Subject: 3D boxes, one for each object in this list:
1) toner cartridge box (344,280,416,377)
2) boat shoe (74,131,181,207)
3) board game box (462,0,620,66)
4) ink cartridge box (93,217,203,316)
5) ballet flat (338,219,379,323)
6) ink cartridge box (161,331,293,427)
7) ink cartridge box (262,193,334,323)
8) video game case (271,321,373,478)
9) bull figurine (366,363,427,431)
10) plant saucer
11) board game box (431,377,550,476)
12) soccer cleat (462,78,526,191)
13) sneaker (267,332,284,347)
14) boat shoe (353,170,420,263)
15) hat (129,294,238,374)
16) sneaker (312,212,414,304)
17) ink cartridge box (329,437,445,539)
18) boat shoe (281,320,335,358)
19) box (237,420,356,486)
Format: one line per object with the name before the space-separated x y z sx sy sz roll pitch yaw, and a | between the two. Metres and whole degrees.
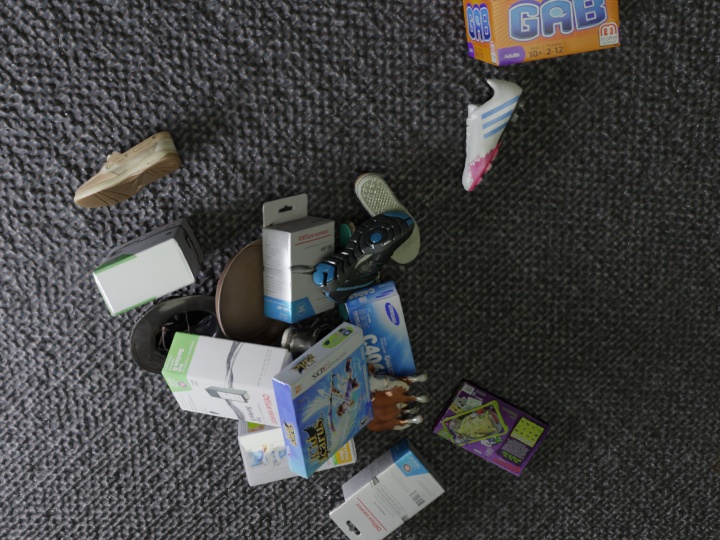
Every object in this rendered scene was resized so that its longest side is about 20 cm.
toner cartridge box | 0.036 0.116 1.754 0.095 0.043 0.200 -17 130 -2
boat shoe | -0.398 -0.169 1.654 0.200 0.071 0.065 -24 73 9
board game box | 0.281 -0.451 1.571 0.200 0.200 0.200 -10 108 -4
ink cartridge box | -0.349 -0.010 1.631 0.146 0.200 0.084 -23 104 0
ballet flat | 0.000 0.000 1.750 0.075 0.068 0.200 -10 114 -26
ink cartridge box | -0.215 0.185 1.653 0.200 0.084 0.146 8 148 11
ink cartridge box | -0.106 -0.023 1.685 0.116 0.067 0.200 -19 115 -48
video game case | -0.057 0.216 1.634 0.181 0.045 0.200 -36 131 -38
bull figurine | 0.057 0.232 1.780 0.121 0.065 0.200 0 146 -6
plant saucer | -0.184 0.041 1.697 0.034 0.200 0.201 13 110 36
board game box | 0.251 0.302 1.878 0.200 0.032 0.120 29 97 -13
soccer cleat | 0.212 -0.240 1.703 0.086 0.070 0.200 27 100 3
sneaker | -0.194 0.185 1.779 0.200 0.075 0.082 -34 116 15
boat shoe | 0.046 -0.097 1.724 0.075 0.062 0.200 -34 122 -1
hat | -0.311 0.094 1.719 0.200 0.081 0.201 -14 132 -16
sneaker | 0.011 -0.024 1.675 0.200 0.073 0.082 -36 137 -1
ink cartridge box | 0.046 0.429 1.871 0.200 0.067 0.116 -38 107 4
boat shoe | -0.074 0.126 1.701 0.057 0.200 0.067 14 95 19
box | -0.116 0.306 1.793 0.200 0.113 0.102 -12 105 -3
